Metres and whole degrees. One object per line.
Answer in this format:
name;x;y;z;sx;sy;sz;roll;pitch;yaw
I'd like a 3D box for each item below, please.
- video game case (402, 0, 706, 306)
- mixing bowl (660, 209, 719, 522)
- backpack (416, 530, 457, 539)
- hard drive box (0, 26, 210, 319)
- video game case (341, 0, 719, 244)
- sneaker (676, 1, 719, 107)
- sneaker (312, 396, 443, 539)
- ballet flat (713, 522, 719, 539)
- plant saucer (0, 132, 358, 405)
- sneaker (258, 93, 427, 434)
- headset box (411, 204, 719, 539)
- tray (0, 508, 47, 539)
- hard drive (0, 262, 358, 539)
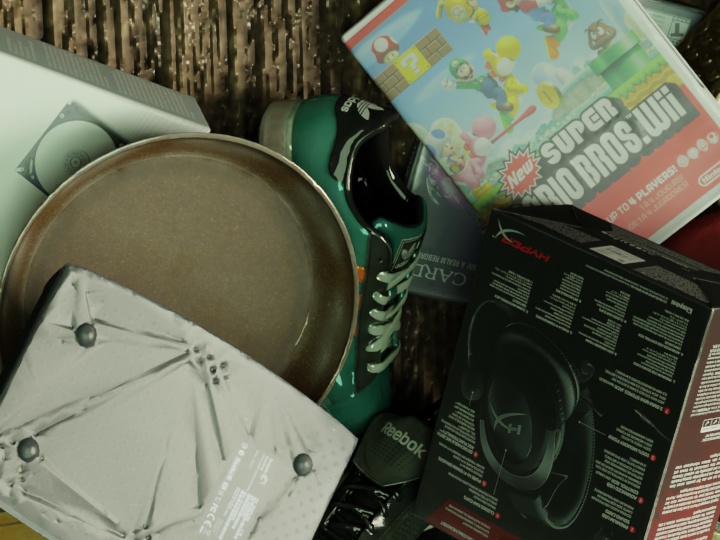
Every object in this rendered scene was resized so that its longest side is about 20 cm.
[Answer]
video game case;0.102;-0.071;1.418;0.142;0.019;0.201;12;106;-15
mixing bowl;0.194;0.052;1.405;0.108;0.200;0.201;2;111;21
backpack;0.042;0.238;1.449;0.127;0.167;0.200;43;100;-2
hard drive box;-0.203;-0.048;1.333;0.199;0.077;0.157;19;103;-16
video game case;0.104;-0.094;1.357;0.143;0.017;0.200;-38;90;18
sneaker;0.241;-0.124;1.393;0.090;0.067;0.201;33;91;-29
sneaker;0.011;0.125;1.383;0.200;0.066;0.091;-34;147;-43
ballet flat;0.172;0.134;1.481;0.199;0.071;0.071;22;103;-17
plant saucer;-0.099;0.018;1.321;0.199;0.032;0.201;-7;113;-16
sneaker;0.000;0.000;1.378;0.080;0.071;0.201;-1;112;26
headset box;0.121;0.084;1.312;0.077;0.148;0.201;-6;114;-49
tray;-0.205;0.170;1.369;0.199;0.037;0.099;-11;115;33
hard drive;-0.107;0.096;1.286;0.200;0.042;0.135;33;75;-29
